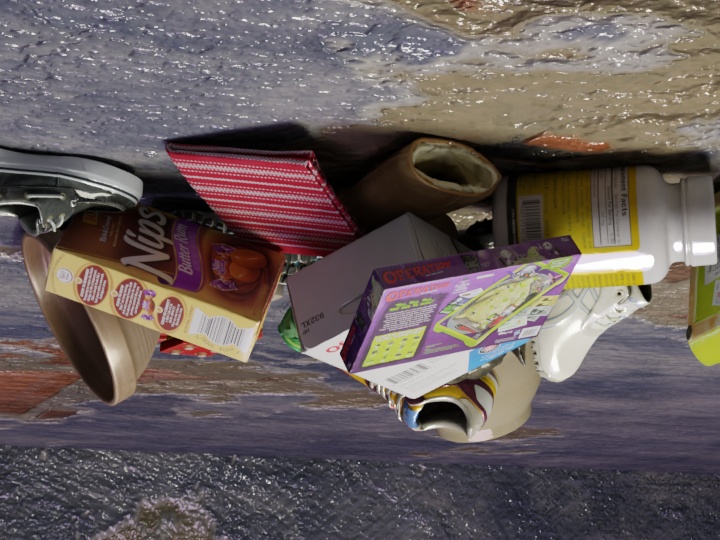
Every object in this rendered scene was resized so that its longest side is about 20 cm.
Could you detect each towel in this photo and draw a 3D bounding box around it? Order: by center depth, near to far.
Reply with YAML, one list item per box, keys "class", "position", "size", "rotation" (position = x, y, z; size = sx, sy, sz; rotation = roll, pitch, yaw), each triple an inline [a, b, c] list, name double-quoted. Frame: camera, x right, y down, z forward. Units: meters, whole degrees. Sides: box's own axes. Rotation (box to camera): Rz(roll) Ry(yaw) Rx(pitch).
- class: "towel"
  position: [-0.076, -0.062, 1.433]
  size: [0.144, 0.023, 0.200]
  rotation: [6, 157, 22]

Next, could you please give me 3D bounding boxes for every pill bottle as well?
- class: "pill bottle"
  position: [0.226, -0.040, 1.459]
  size: [0.199, 0.112, 0.111]
  rotation: [-3, 166, 12]

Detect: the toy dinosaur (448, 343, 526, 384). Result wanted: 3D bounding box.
- class: "toy dinosaur"
  position: [0.104, 0.092, 1.665]
  size: [0.102, 0.077, 0.200]
  rotation: [13, 151, -43]

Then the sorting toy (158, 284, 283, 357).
- class: "sorting toy"
  position: [-0.227, 0.056, 1.925]
  size: [0.198, 0.070, 0.200]
  rotation: [8, 164, -32]

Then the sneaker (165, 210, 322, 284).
- class: "sneaker"
  position: [-0.123, -0.033, 1.605]
  size: [0.199, 0.079, 0.090]
  rotation: [6, -176, -14]

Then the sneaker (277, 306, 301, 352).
- class: "sneaker"
  position: [-0.051, 0.060, 1.806]
  size: [0.074, 0.084, 0.200]
  rotation: [31, -175, 0]

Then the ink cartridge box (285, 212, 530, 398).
- class: "ink cartridge box"
  position: [0.047, 0.037, 1.492]
  size: [0.145, 0.084, 0.200]
  rotation: [-28, 151, 23]

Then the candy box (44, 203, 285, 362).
- class: "candy box"
  position: [-0.180, 0.002, 1.473]
  size: [0.199, 0.117, 0.057]
  rotation: [18, 124, -1]

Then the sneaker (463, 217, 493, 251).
- class: "sneaker"
  position: [0.185, -0.005, 1.601]
  size: [0.200, 0.091, 0.066]
  rotation: [3, -174, -39]

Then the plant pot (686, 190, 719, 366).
- class: "plant pot"
  position: [0.418, 0.001, 1.482]
  size: [0.181, 0.200, 0.200]
  rotation: [8, 166, -9]

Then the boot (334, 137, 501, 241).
- class: "boot"
  position: [0.066, -0.059, 1.473]
  size: [0.175, 0.066, 0.200]
  rotation: [7, 163, -30]

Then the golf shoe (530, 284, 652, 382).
- class: "golf shoe"
  position: [0.235, 0.028, 1.547]
  size: [0.078, 0.201, 0.097]
  rotation: [2, -158, -46]

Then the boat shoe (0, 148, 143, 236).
- class: "boat shoe"
  position: [-0.292, -0.064, 1.414]
  size: [0.199, 0.071, 0.072]
  rotation: [6, 165, -29]

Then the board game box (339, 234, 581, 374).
- class: "board game box"
  position: [0.087, 0.030, 1.384]
  size: [0.199, 0.032, 0.120]
  rotation: [-9, 148, -27]

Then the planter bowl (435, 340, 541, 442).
- class: "planter bowl"
  position: [0.133, 0.120, 1.881]
  size: [0.200, 0.135, 0.200]
  rotation: [-12, -160, 4]

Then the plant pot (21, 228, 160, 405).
- class: "plant pot"
  position: [-0.267, 0.032, 1.646]
  size: [0.093, 0.201, 0.201]
  rotation: [-28, 177, -21]

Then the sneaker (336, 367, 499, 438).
- class: "sneaker"
  position: [0.049, 0.125, 1.741]
  size: [0.199, 0.090, 0.075]
  rotation: [12, 138, 18]
